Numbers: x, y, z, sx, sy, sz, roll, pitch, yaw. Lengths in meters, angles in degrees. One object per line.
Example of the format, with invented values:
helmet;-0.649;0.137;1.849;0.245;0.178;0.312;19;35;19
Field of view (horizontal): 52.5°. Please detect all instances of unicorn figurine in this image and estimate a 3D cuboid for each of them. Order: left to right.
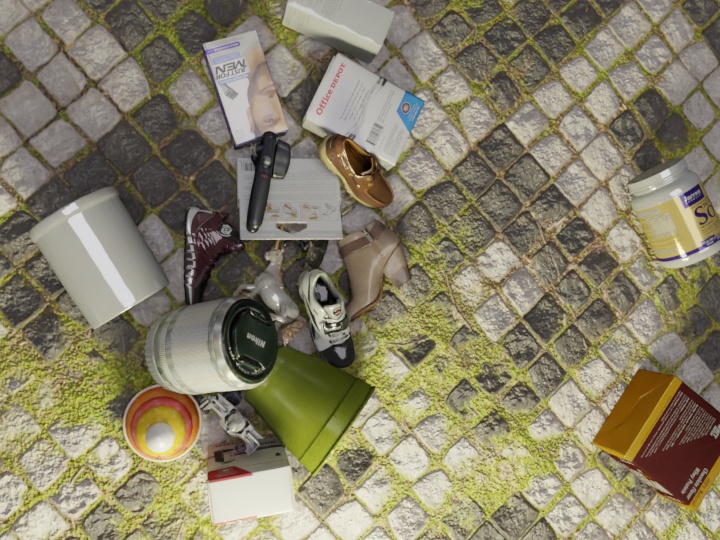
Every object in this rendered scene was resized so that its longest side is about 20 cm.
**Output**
unicorn figurine;-0.171;0.041;1.388;0.137;0.074;0.201;-30;96;-44

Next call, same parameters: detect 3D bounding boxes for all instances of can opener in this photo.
can opener;-0.179;-0.166;1.348;0.078;0.063;0.201;13;66;-6

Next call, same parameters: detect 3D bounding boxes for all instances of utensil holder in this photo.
utensil holder;-0.458;-0.022;1.299;0.169;0.170;0.201;-33;98;-10

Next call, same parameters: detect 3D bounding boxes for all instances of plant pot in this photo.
plant pot;-0.106;0.243;1.365;0.192;0.200;0.201;36;82;4

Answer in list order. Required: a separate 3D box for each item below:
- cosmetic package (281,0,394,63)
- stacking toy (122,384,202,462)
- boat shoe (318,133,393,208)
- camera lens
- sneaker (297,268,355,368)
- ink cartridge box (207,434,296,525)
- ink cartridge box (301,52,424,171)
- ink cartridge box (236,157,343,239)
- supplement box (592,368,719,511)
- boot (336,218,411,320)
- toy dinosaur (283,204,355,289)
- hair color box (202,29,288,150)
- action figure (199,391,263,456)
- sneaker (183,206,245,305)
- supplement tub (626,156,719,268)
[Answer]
cosmetic package;-0.045;-0.491;1.421;0.199;0.113;0.082;20;85;-12
stacking toy;-0.357;0.285;1.294;0.145;0.200;0.147;0;89;-11
boat shoe;0.003;-0.188;1.412;0.200;0.067;0.072;42;61;-35
camera lens;-0.258;0.134;1.285;0.199;0.160;0.161;-11;91;32
sneaker;-0.058;0.092;1.370;0.074;0.088;0.201;-25;94;-21
ink cartridge box;-0.202;0.371;1.320;0.146;0.200;0.084;-7;95;-12
ink cartridge box;0.003;-0.309;1.439;0.199;0.084;0.147;27;84;-9
ink cartridge box;-0.136;-0.132;1.400;0.199;0.044;0.175;-1;69;-12
supplement box;0.641;0.351;1.531;0.200;0.133;0.198;37;82;-8
boot;0.000;0.000;1.448;0.200;0.070;0.147;-35;87;-6
toy dinosaur;-0.095;-0.062;1.437;0.088;0.047;0.201;30;80;-13
hair color box;-0.222;-0.347;1.406;0.109;0.065;0.201;-19;94;-12
action figure;-0.232;0.271;1.319;0.069;0.200;0.131;-33;94;-9
sneaker;-0.276;-0.020;1.383;0.115;0.076;0.202;1;88;-15
supplement tub;0.663;-0.121;1.539;0.145;0.145;0.201;-29;95;-11
